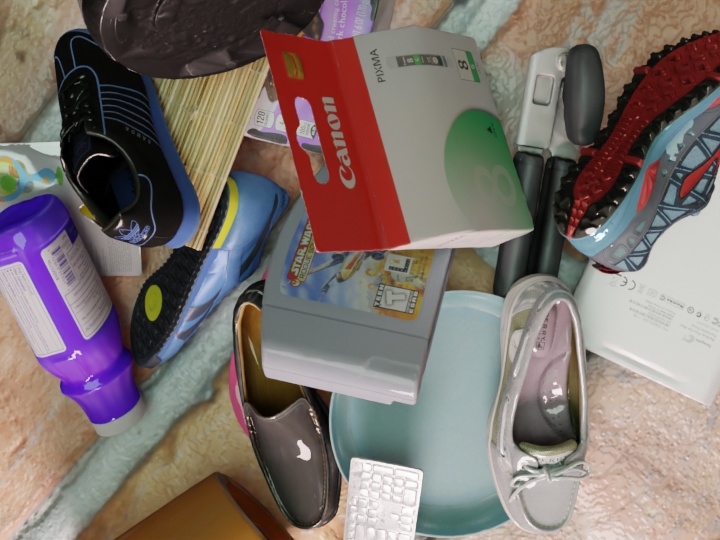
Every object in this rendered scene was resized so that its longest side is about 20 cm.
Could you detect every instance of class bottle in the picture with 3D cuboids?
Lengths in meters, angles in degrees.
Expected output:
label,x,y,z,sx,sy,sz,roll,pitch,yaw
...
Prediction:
label,x,y,z,sx,sy,sz,roll,pitch,yaw
bottle,-0.236,0.041,0.874,0.065,0.084,0.202,-16,115,12

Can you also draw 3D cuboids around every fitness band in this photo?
label,x,y,z,sx,sy,sz,roll,pitch,yaw
fitness band,-0.029,0.064,0.878,0.142,0.037,0.202,24,98,8

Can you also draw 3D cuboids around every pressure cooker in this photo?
label,x,y,z,sx,sy,sz,roll,pitch,yaw
pressure cooker,-0.125,-0.253,0.719,0.174,0.179,0.202,-18,72,-6

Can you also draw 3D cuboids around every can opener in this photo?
label,x,y,z,sx,sy,sz,roll,pitch,yaw
can opener,0.144,-0.070,0.813,0.053,0.067,0.203,7,97,-10

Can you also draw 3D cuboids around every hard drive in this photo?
label,x,y,z,sx,sy,sz,roll,pitch,yaw
hard drive,0.251,-0.015,0.823,0.131,0.026,0.202,25,99,7

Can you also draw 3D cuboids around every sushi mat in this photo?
label,x,y,z,sx,sy,sz,roll,pitch,yaw
sushi mat,-0.124,-0.123,0.809,0.095,0.012,0.202,26,100,18

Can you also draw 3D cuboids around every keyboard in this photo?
label,x,y,z,sx,sy,sz,roll,pitch,yaw
keyboard,0.013,0.229,0.857,0.056,0.011,0.202,13,123,12

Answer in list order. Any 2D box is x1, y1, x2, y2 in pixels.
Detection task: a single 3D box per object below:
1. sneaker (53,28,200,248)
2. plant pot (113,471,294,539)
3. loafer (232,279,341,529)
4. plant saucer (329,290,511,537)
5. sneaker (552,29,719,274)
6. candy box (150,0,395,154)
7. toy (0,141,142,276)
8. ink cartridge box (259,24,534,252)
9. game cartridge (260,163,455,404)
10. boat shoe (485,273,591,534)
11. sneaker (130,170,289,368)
label,x,y,z,sx,sy,sz,roll,pitch,yaw
sneaker,-0.188,-0.104,0.785,0.070,0.078,0.201,-41,68,23
plant pot,-0.136,0.270,0.849,0.183,0.200,0.200,-44,87,-4
loafer,-0.065,0.109,0.836,0.072,0.072,0.202,-16,91,13
plant saucer,0.073,0.112,0.845,0.197,0.027,0.203,-1,101,-5
sneaker,0.223,-0.085,0.782,0.200,0.079,0.095,-49,127,-3
candy box,-0.082,-0.192,0.845,0.198,0.072,0.170,14,98,9
toy,-0.284,-0.053,0.906,0.197,0.047,0.117,-1,106,3
ink cartridge box,0.032,-0.096,0.758,0.050,0.199,0.163,-24,76,38
game cartridge,0.000,0.000,0.803,0.132,0.042,0.201,13,54,6
boat shoe,0.138,0.107,0.804,0.073,0.065,0.205,1,102,-6
sneaker,-0.122,0.007,0.876,0.201,0.078,0.066,-56,49,26
